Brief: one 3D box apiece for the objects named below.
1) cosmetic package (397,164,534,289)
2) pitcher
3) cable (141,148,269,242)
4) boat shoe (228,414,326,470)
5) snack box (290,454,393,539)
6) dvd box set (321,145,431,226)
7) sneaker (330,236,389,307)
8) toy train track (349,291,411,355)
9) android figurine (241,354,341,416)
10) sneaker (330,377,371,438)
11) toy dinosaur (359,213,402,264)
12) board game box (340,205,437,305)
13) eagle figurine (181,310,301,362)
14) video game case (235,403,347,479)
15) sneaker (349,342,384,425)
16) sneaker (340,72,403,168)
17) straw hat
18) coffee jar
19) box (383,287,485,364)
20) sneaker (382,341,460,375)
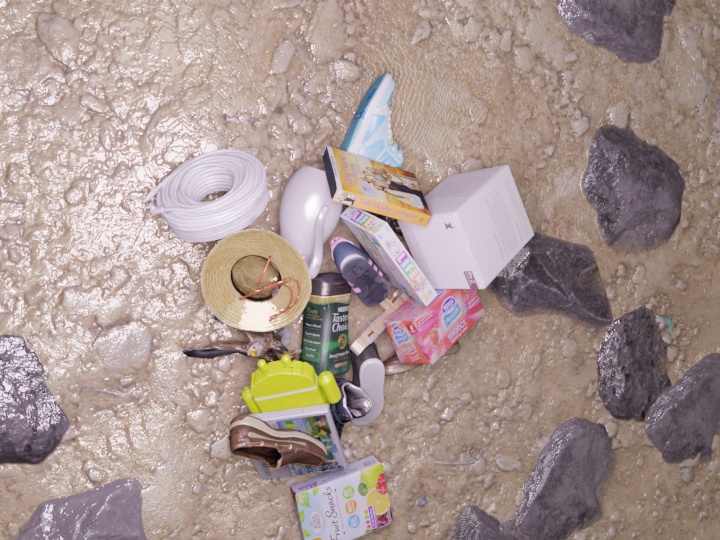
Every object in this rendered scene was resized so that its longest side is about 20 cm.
[{"bbox_3d":[0.214,-0.085,1.370,0.199,0.163,0.167,-39,113,-34],"label":"cosmetic package"},{"bbox_3d":[-0.093,-0.088,1.285,0.120,0.171,0.204,17,91,-30],"label":"pitcher"},{"bbox_3d":[-0.260,-0.134,1.207,0.201,0.197,0.070,-57,150,-35],"label":"cable"},{"bbox_3d":[-0.152,0.335,1.244,0.199,0.076,0.075,23,128,-22],"label":"boat shoe"},{"bbox_3d":[-0.037,0.496,1.436,0.196,0.053,0.145,-15,100,-18],"label":"snack box"},{"bbox_3d":[0.029,-0.159,1.279,0.196,0.148,0.030,14,127,-23],"label":"dvd box set"},{"bbox_3d":[0.000,0.000,1.327,0.070,0.083,0.201,-33,147,-1],"label":"sneaker"},{"bbox_3d":[0.048,0.100,1.386,0.115,0.033,0.200,43,50,7],"label":"toy train track"},{"bbox_3d":[-0.130,0.228,1.254,0.178,0.042,0.202,-13,131,9],"label":"android figurine"},{"bbox_3d":[-0.042,0.310,1.360,0.076,0.144,0.207,-20,105,-47],"label":"sneaker"},{"bbox_3d":[0.040,-0.081,1.400,0.101,0.077,0.202,32,90,-9],"label":"toy dinosaur"},{"bbox_3d":[0.054,-0.029,1.293,0.034,0.134,0.201,-44,125,-9],"label":"board game box"},{"bbox_3d":[-0.214,0.133,1.287,0.198,0.151,0.153,30,62,-5],"label":"eagle figurine"},{"bbox_3d":[-0.130,0.335,1.313,0.178,0.022,0.202,-8,132,5],"label":"video game case"},{"bbox_3d":[0.010,0.229,1.418,0.069,0.100,0.203,-1,128,-11],"label":"sneaker"},{"bbox_3d":[0.049,-0.281,1.369,0.129,0.080,0.203,25,97,-19],"label":"sneaker"},{"bbox_3d":[-0.190,0.009,1.232,0.197,0.085,0.205,-4,111,-10],"label":"straw hat"},{"bbox_3d":[-0.069,0.106,1.354,0.103,0.084,0.205,-7,100,-51],"label":"coffee jar"},{"bbox_3d":[0.153,0.094,1.387,0.199,0.094,0.104,-35,109,-38],"label":"box"},{"bbox_3d":[0.119,0.167,1.461,0.197,0.070,0.077,-16,85,-24],"label":"sneaker"}]
